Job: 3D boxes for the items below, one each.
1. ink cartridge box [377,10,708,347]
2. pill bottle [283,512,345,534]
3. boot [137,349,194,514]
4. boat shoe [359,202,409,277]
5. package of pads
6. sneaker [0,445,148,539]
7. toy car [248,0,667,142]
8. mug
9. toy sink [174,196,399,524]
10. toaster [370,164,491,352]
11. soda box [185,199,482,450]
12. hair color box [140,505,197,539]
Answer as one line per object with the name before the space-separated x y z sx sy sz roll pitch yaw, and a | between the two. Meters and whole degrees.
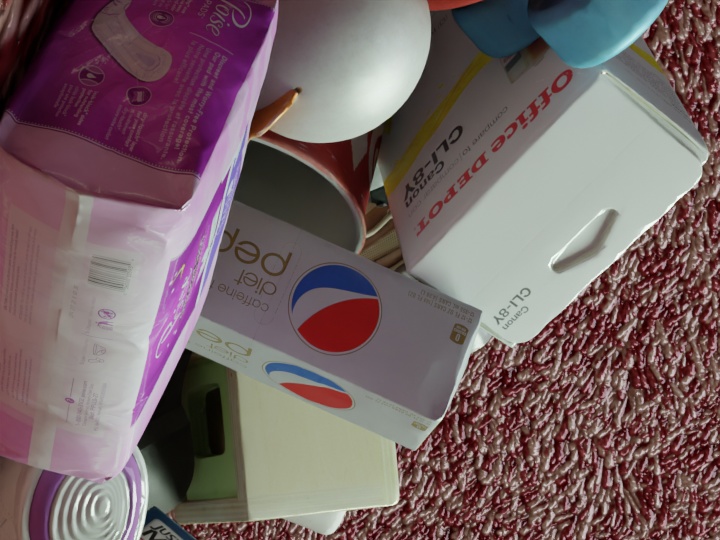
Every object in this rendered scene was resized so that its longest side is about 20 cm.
ink cartridge box | 0.083 -0.082 0.795 0.145 0.083 0.201 -47 -151 22
pill bottle | -0.092 0.111 1.121 0.114 0.198 0.115 -159 -90 -89
boot | -0.141 0.047 0.878 0.073 0.075 0.202 -19 126 -40
boat shoe | 0.000 0.000 0.870 0.199 0.072 0.076 -21 151 -31
package of pads | -0.094 -0.016 0.568 0.201 0.075 0.121 113 -4 -52
sneaker | -0.150 0.148 0.690 0.099 0.074 0.202 36 -68 54
toy car | -0.007 -0.124 0.651 0.200 0.184 0.177 -47 -159 -5
mug | -0.029 -0.123 0.795 0.178 0.132 0.202 -48 -158 57
toy sink | -0.060 0.053 0.935 0.130 0.111 0.202 -18 -105 62
toaster | 0.021 -0.038 1.128 0.201 0.118 0.182 -77 145 -58
soda box | -0.044 0.017 0.741 0.068 0.198 0.064 117 -3 -70
hair color box | -0.165 0.226 0.810 0.200 0.060 0.101 -35 155 -48
